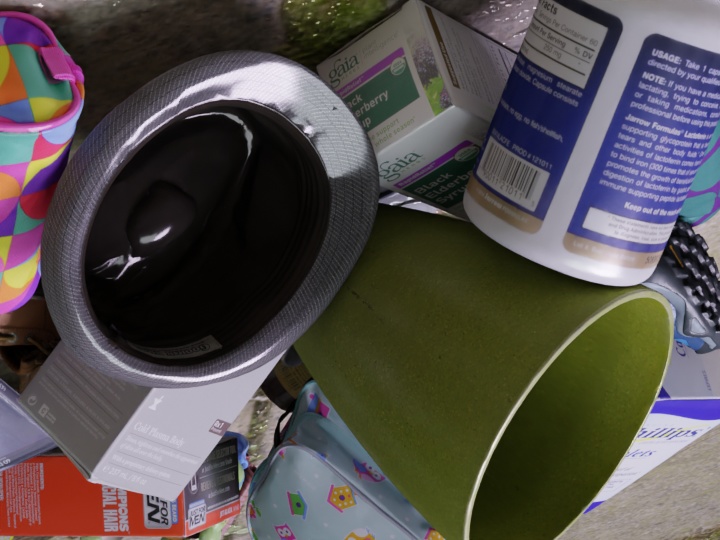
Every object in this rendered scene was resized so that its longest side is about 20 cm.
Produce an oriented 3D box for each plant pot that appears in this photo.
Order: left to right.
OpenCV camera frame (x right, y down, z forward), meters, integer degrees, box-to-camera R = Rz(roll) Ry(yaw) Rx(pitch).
[{"bbox_3d":[0.050,0.044,1.044,0.187,0.200,0.188,-36,145,-30],"label":"plant pot"}]

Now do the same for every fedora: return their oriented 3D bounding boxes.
[{"bbox_3d":[-0.095,-0.033,0.988,0.177,0.090,0.200,38,88,-32],"label":"fedora"}]

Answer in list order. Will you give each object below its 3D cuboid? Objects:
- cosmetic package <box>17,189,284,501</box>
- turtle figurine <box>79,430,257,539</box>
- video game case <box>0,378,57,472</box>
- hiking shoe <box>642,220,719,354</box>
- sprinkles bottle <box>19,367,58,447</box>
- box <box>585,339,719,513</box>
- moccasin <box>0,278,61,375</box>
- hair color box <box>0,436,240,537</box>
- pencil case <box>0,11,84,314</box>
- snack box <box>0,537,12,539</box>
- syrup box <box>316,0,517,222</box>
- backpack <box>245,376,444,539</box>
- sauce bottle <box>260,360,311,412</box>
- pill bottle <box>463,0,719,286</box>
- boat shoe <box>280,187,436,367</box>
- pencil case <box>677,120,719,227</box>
[{"bbox_3d":[-0.107,0.036,1.103,0.200,0.090,0.107,-52,150,5],"label":"cosmetic package"},{"bbox_3d":[-0.185,0.223,1.474,0.144,0.200,0.194,31,142,-12],"label":"turtle figurine"},{"bbox_3d":[-0.319,0.089,1.194,0.142,0.019,0.200,-25,134,17],"label":"video game case"},{"bbox_3d":[0.172,0.004,1.148,0.086,0.075,0.200,-21,143,30],"label":"hiking shoe"},{"bbox_3d":[-0.148,0.056,1.241,0.200,0.069,0.068,-28,152,24],"label":"sprinkles bottle"},{"bbox_3d":[0.162,0.058,1.294,0.105,0.185,0.200,4,148,-34],"label":"box"},{"bbox_3d":[-0.213,0.036,1.129,0.201,0.074,0.078,12,100,-46],"label":"moccasin"},{"bbox_3d":[-0.201,0.159,1.303,0.199,0.064,0.111,-3,180,18],"label":"hair color box"},{"bbox_3d":[-0.202,-0.052,0.969,0.088,0.089,0.200,-6,152,-21],"label":"pencil case"},{"bbox_3d":[-0.385,0.243,1.490,0.142,0.053,0.200,-1,150,-27],"label":"snack box"},{"bbox_3d":[0.069,-0.085,1.072,0.079,0.082,0.200,-32,152,27],"label":"syrup box"},{"bbox_3d":[0.008,0.162,1.268,0.153,0.176,0.200,-49,174,-34],"label":"backpack"},{"bbox_3d":[0.012,0.039,1.304,0.200,0.065,0.065,-30,151,29],"label":"sauce bottle"},{"bbox_3d":[0.141,-0.103,0.954,0.115,0.116,0.201,7,112,-40],"label":"pill bottle"},{"bbox_3d":[0.000,0.000,1.216,0.073,0.067,0.200,1,149,-33],"label":"boat shoe"},{"bbox_3d":[0.196,-0.103,1.107,0.085,0.093,0.200,14,160,15],"label":"pencil case"}]
